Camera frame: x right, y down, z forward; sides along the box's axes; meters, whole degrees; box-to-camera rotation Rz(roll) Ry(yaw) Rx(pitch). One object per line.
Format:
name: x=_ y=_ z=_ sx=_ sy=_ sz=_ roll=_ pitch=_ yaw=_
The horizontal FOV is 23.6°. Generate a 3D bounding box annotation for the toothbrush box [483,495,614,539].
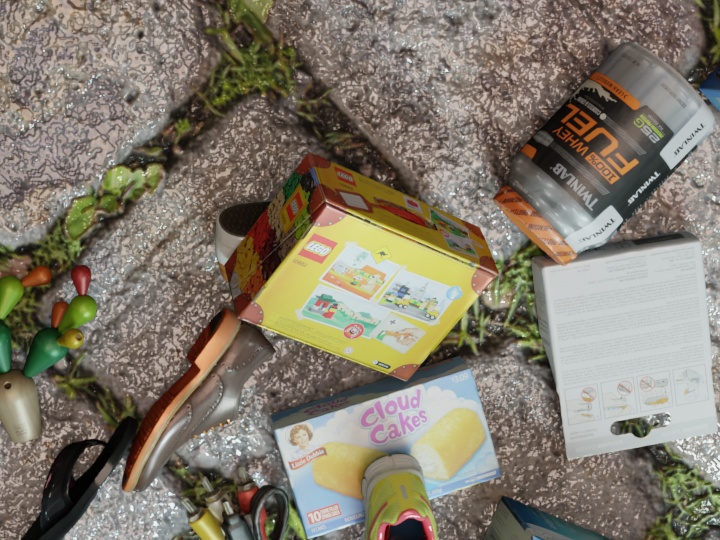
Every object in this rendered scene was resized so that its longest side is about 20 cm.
toothbrush box: x=0.224 y=0.309 z=1.675 sx=0.200 sy=0.146 sz=0.085 roll=24 pitch=94 yaw=-8

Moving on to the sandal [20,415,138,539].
sandal: x=-0.286 y=0.214 z=1.637 sx=0.048 sy=0.075 sz=0.200 roll=39 pitch=92 yaw=-14

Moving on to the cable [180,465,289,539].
cable: x=-0.103 y=0.286 z=1.698 sx=0.097 sy=0.050 sz=0.200 roll=-26 pitch=113 yaw=-20

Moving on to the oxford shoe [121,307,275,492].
oxford shoe: x=-0.156 y=0.137 z=1.647 sx=0.073 sy=0.071 sz=0.200 roll=34 pitch=92 yaw=-15

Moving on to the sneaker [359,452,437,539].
sneaker: x=0.038 y=0.275 z=1.623 sx=0.078 sy=0.090 sz=0.200 roll=-12 pitch=122 yaw=-8

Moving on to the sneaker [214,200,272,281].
sneaker: x=-0.043 y=-0.028 z=1.651 sx=0.200 sy=0.073 sz=0.085 roll=-4 pitch=133 yaw=-14

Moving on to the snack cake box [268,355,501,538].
snack cake box: x=0.023 y=0.169 z=1.673 sx=0.200 sy=0.067 sz=0.115 roll=-18 pitch=100 yaw=-4

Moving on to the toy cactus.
toy cactus: x=-0.333 y=0.084 z=1.615 sx=0.200 sy=0.102 sz=0.165 roll=-19 pitch=109 yaw=-13

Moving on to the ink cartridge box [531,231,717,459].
ink cartridge box: x=0.262 y=0.072 z=1.704 sx=0.162 sy=0.057 sz=0.200 roll=-10 pitch=107 yaw=-6

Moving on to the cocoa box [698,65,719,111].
cocoa box: x=0.449 y=-0.147 z=1.649 sx=0.131 sy=0.133 sz=0.200 roll=-45 pitch=100 yaw=1

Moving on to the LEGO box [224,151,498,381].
LEGO box: x=0.000 y=0.000 z=1.585 sx=0.200 sy=0.077 sz=0.149 roll=23 pitch=120 yaw=-31

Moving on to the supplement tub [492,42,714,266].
supplement tub: x=0.227 y=-0.107 z=1.634 sx=0.123 sy=0.123 sz=0.200 roll=42 pitch=91 yaw=-10
